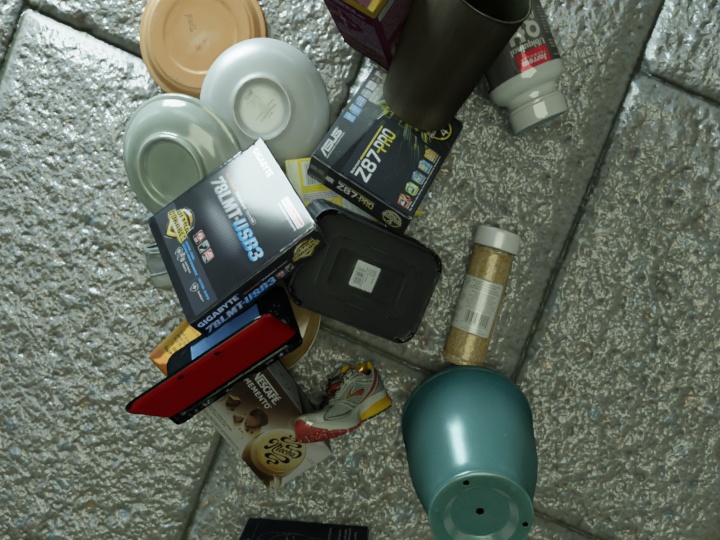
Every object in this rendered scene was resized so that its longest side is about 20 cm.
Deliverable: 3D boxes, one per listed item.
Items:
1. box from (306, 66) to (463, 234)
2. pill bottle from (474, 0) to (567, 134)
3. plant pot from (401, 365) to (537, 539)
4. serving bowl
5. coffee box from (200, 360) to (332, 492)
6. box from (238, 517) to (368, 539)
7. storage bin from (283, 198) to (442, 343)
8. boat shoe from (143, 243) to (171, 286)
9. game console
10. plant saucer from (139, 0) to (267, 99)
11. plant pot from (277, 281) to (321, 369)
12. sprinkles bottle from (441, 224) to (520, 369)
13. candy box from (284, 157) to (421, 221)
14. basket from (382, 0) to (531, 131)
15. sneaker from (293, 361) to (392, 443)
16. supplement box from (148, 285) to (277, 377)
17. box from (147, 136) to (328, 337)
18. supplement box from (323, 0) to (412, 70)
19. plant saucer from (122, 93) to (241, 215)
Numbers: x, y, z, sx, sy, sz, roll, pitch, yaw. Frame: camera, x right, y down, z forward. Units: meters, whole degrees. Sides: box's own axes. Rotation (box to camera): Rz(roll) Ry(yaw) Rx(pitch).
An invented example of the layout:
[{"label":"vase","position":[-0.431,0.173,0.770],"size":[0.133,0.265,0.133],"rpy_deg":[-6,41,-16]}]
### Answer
[{"label":"box","position":[0.039,-0.173,0.894],"size":[0.159,0.049,0.202],"rpy_deg":[31,60,2]},{"label":"pill bottle","position":[0.221,-0.305,0.898],"size":[0.108,0.111,0.205],"rpy_deg":[-21,91,3]},{"label":"plant pot","position":[0.152,0.268,0.856],"size":[0.193,0.189,0.206],"rpy_deg":[1,113,3]},{"label":"serving bowl","position":[-0.140,-0.233,0.919],"size":[0.193,0.066,0.207],"rpy_deg":[-1,101,-3]},{"label":"coffee box","position":[-0.138,0.202,0.906],"size":[0.111,0.080,0.203],"rpy_deg":[-30,118,2]},{"label":"box","position":[-0.087,0.447,0.918],"size":[0.193,0.148,0.111],"rpy_deg":[4,92,2]},{"label":"storage bin","position":[0.000,0.000,0.893],"size":[0.195,0.094,0.138],"rpy_deg":[21,98,-19]},{"label":"boat shoe","position":[-0.222,-0.040,0.913],"size":[0.195,0.070,0.073],"rpy_deg":[-20,106,6]},{"label":"game console","position":[-0.184,0.090,0.792],"size":[0.197,0.174,0.120],"rpy_deg":[-32,130,2]},{"label":"plant saucer","position":[-0.237,-0.352,0.952],"size":[0.193,0.032,0.207],"rpy_deg":[0,91,2]},{"label":"plant pot","position":[-0.155,0.058,0.966],"size":[0.193,0.027,0.207],"rpy_deg":[0,92,3]},{"label":"sprinkles bottle","position":[0.177,0.039,0.934],"size":[0.066,0.068,0.206],"rpy_deg":[16,93,1]},{"label":"candy box","position":[-0.009,-0.120,0.932],"size":[0.194,0.026,0.106],"rpy_deg":[-8,96,-12]},{"label":"basket","position":[0.114,-0.297,0.833],"size":[0.132,0.202,0.185],"rpy_deg":[6,53,-19]},{"label":"sneaker","position":[-0.032,0.185,0.897],"size":[0.077,0.198,0.084],"rpy_deg":[-24,85,30]},{"label":"supplement box","position":[-0.211,0.074,0.923],"size":[0.200,0.069,0.067],"rpy_deg":[-44,92,1]},{"label":"box","position":[-0.165,-0.050,0.829],"size":[0.196,0.050,0.202],"rpy_deg":[-36,54,3]},{"label":"supplement box","position":[0.028,-0.380,0.851],"size":[0.102,0.200,0.133],"rpy_deg":[33,92,12]},{"label":"plant saucer","position":[-0.264,-0.146,0.912],"size":[0.194,0.050,0.206],"rpy_deg":[6,116,13]}]
